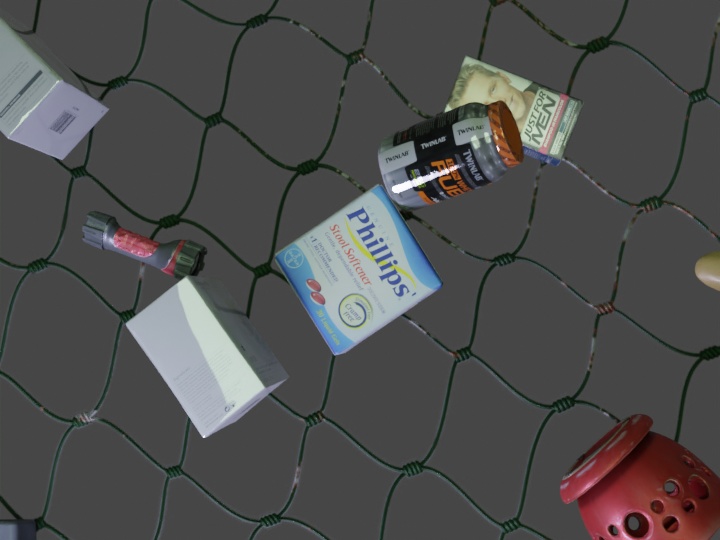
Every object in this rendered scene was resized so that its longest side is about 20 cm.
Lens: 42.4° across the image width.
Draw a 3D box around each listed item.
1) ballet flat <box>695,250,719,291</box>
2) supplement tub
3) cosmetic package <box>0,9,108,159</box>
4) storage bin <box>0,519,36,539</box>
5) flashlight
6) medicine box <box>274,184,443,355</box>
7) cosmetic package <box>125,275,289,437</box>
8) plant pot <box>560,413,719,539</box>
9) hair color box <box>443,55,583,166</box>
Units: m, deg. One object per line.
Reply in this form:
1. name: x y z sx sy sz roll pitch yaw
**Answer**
1. ballet flat: 0.611 0.011 1.402 0.197 0.063 0.070 13 88 6
2. supplement tub: 0.136 -0.174 1.390 0.198 0.122 0.125 -19 86 26
3. cosmetic package: -0.530 -0.296 1.439 0.123 0.199 0.200 -45 85 2
4. storage bin: -0.608 0.463 1.461 0.196 0.146 0.137 -2 77 5
5. flashlight: -0.347 -0.042 1.487 0.197 0.068 0.069 22 91 5
6. medicine box: 0.000 0.000 1.437 0.199 0.103 0.184 -34 85 4
7. cosmetic package: -0.223 0.123 1.402 0.122 0.199 0.201 -38 85 3
8. plant pot: 0.406 0.324 1.346 0.200 0.200 0.183 -42 77 2
9. hair color box: 0.236 -0.248 1.447 0.197 0.061 0.101 22 90 6
